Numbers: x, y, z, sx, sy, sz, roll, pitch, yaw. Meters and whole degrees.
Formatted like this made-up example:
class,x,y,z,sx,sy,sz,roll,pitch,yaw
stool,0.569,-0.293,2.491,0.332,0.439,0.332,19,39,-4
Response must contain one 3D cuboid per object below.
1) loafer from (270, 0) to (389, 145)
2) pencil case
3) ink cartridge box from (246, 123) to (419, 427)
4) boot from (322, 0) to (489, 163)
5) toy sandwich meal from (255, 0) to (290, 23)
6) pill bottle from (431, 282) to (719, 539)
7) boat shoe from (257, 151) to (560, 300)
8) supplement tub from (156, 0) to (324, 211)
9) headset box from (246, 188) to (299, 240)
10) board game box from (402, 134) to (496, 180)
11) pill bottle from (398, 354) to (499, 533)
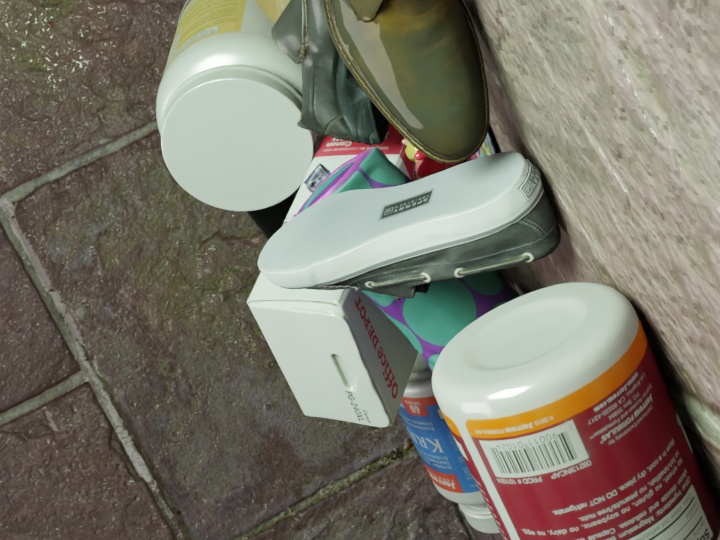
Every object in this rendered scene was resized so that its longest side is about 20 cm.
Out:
class,x,y,z,sx,sy,sz,roll,pitch,yaw
loafer,-0.030,-0.170,0.872,0.073,0.072,0.201,-75,-20,-45
pencil case,0.039,0.009,0.845,0.200,0.092,0.085,45,-164,-16
ink cartridge box,0.000,0.000,0.972,0.146,0.083,0.201,67,-145,-43
boot,0.017,-0.143,0.609,0.097,0.074,0.201,-122,7,-80
toy sandwich meal,-0.067,-0.273,0.941,0.206,0.070,0.205,61,173,13
pill bottle,0.125,0.117,0.654,0.201,0.112,0.113,64,176,-18
boat shoe,0.028,-0.014,0.732,0.066,0.199,0.070,53,-142,-28
supplement tub,-0.096,-0.157,1.051,0.201,0.144,0.146,-88,-22,-53
headset box,-0.067,-0.135,1.196,0.075,0.148,0.200,55,-176,-44
board game box,0.037,-0.108,0.829,0.159,0.039,0.200,65,175,-28
pill bottle,0.106,0.153,1.179,0.201,0.112,0.112,64,176,-26
